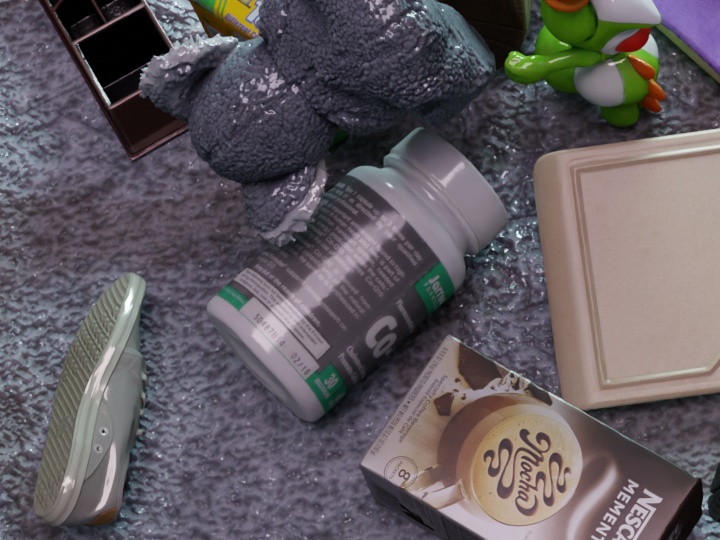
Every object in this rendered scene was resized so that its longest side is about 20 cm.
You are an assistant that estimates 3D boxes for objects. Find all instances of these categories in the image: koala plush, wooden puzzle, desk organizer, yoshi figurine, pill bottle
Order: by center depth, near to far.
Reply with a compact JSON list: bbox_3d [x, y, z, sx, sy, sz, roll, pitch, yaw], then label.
[{"bbox_3d":[-0.035,-0.130,1.523,0.200,0.184,0.177,-35,99,12],"label":"koala plush"},{"bbox_3d":[0.228,-0.003,1.598,0.200,0.037,0.185,-9,76,10],"label":"wooden puzzle"},{"bbox_3d":[0.000,0.000,1.603,0.200,0.113,0.113,-43,66,-9],"label":"pill bottle"},{"bbox_3d":[0.149,-0.176,1.614,0.112,0.200,0.112,-19,53,7],"label":"yoshi figurine"},{"bbox_3d":[-0.194,-0.191,1.742,0.072,0.077,0.200,-30,65,-4],"label":"desk organizer"}]

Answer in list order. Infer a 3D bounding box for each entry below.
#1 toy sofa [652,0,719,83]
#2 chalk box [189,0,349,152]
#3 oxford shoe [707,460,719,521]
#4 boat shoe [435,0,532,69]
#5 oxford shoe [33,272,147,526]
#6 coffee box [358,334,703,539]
[{"bbox_3d":[0.260,-0.195,1.653,0.083,0.098,0.200,-41,66,-7],"label":"toy sofa"},{"bbox_3d":[-0.007,-0.213,1.693,0.124,0.125,0.200,38,79,23],"label":"chalk box"},{"bbox_3d":[0.309,0.088,1.524,0.084,0.073,0.200,25,96,-11],"label":"oxford shoe"},{"bbox_3d":[0.095,-0.216,1.641,0.072,0.200,0.065,18,59,7],"label":"boat shoe"},{"bbox_3d":[-0.180,0.095,1.628,0.058,0.075,0.200,25,57,-24],"label":"oxford shoe"},{"bbox_3d":[0.115,0.146,1.536,0.200,0.080,0.113,29,73,20],"label":"coffee box"}]
